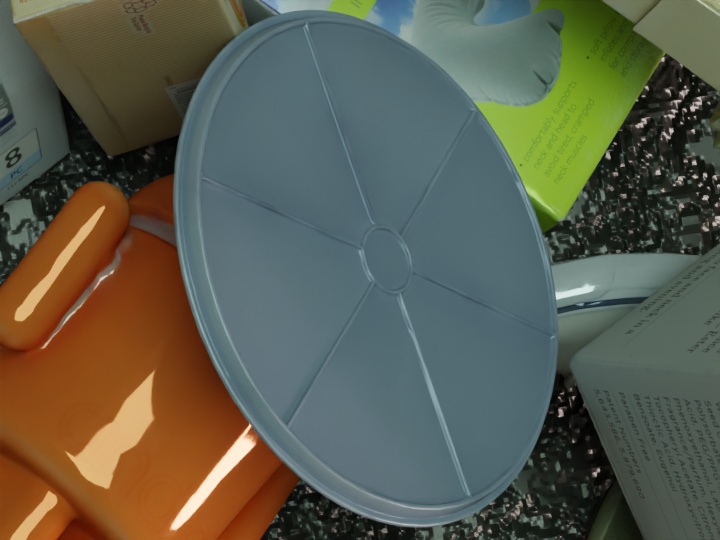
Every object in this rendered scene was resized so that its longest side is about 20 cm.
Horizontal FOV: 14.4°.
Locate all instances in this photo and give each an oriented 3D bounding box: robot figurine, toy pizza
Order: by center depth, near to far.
[{"bbox_3d":[0.000,0.000,1.070,0.200,0.032,0.201,21,60,-40],"label":"toy pizza"},{"bbox_3d":[-0.078,0.045,1.104,0.144,0.117,0.200,41,73,-2],"label":"robot figurine"}]

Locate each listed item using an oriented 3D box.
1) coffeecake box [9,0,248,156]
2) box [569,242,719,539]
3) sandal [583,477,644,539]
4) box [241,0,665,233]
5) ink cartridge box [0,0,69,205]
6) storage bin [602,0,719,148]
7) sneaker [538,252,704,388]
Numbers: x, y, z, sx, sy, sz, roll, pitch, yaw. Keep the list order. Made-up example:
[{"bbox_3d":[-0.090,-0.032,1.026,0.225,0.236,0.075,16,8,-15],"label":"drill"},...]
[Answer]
[{"bbox_3d":[-0.103,-0.167,1.085,0.073,0.154,0.201,-16,73,3],"label":"coffeecake box"},{"bbox_3d":[0.222,0.071,1.126,0.199,0.130,0.201,-35,110,-28],"label":"box"},{"bbox_3d":[0.108,0.165,1.163,0.079,0.057,0.202,20,77,-11],"label":"sandal"},{"bbox_3d":[0.028,-0.120,1.192,0.200,0.048,0.122,35,72,-7],"label":"box"},{"bbox_3d":[-0.188,-0.057,1.048,0.160,0.200,0.047,-38,71,-17],"label":"ink cartridge box"},{"bbox_3d":[0.116,-0.183,1.168,0.200,0.094,0.199,35,54,-8],"label":"storage bin"},{"bbox_3d":[0.120,0.033,1.179,0.199,0.073,0.071,-3,79,-16],"label":"sneaker"}]
